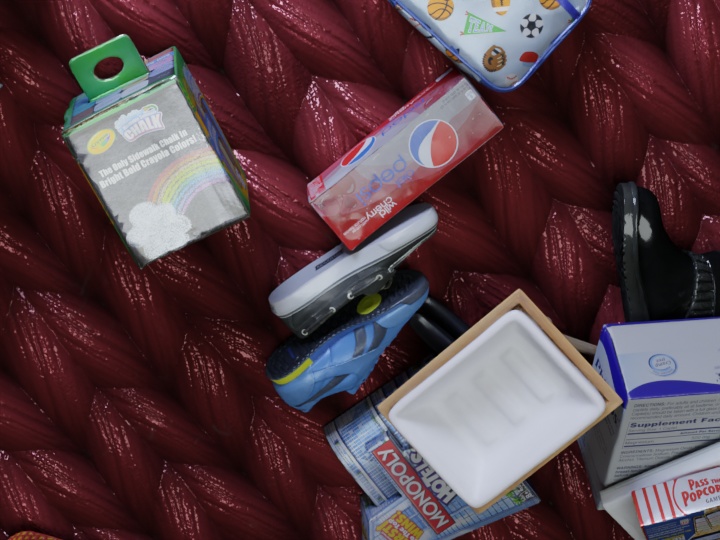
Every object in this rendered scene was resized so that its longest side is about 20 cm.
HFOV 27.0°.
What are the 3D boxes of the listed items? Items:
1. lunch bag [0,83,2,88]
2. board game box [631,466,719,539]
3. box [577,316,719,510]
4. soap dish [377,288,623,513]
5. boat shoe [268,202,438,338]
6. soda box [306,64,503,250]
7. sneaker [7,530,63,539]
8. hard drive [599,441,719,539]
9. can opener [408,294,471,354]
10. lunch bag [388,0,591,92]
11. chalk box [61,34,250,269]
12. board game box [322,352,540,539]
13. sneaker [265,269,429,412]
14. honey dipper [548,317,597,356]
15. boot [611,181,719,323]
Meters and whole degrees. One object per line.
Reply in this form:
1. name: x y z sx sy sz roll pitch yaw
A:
1. lunch bag: -0.457 -0.144 1.393 0.169 0.127 0.200 38 95 -21
2. board game box: 0.379 0.280 1.587 0.151 0.046 0.200 -16 139 8
3. box: 0.341 0.152 1.592 0.183 0.105 0.200 -3 137 -7
4. soap dish: 0.142 0.130 1.530 0.200 0.081 0.157 -41 96 20
5. boat shoe: 0.000 0.000 1.544 0.200 0.069 0.057 -31 110 12
6. soda box: 0.042 -0.113 1.506 0.200 0.063 0.070 -38 110 8
7. sneaker: -0.304 0.343 1.641 0.200 0.073 0.077 23 128 -12
8. hard drive: 0.370 0.231 1.585 0.200 0.026 0.132 -26 137 19
9. can opener: 0.129 0.097 1.605 0.200 0.063 0.079 43 127 -11
10. lunch bag: 0.117 -0.284 1.447 0.200 0.076 0.160 41 99 -21
11. chalk box: -0.204 -0.128 1.435 0.124 0.124 0.200 -25 111 3
12. board game box: 0.058 0.227 1.641 0.200 0.062 0.200 -36 111 5
13. sneaker: -0.003 0.076 1.576 0.200 0.066 0.078 -36 121 7
14. honey dipper: 0.246 0.086 1.630 0.200 0.038 0.038 20 107 -19
15. boot: 0.351 -0.012 1.578 0.157 0.080 0.211 -12 123 4
